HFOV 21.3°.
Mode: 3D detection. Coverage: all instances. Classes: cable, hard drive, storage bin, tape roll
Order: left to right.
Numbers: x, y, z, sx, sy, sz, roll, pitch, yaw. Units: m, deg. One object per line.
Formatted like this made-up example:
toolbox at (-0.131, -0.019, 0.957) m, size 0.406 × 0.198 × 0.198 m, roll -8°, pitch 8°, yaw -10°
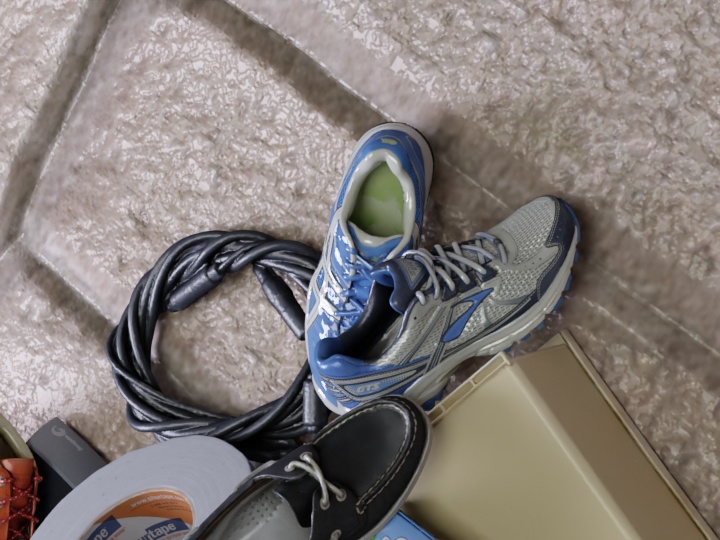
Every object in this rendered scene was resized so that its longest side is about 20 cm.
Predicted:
hard drive at (-0.208, 0.224, 1.443) m, size 0.200 × 0.042 × 0.135 m, roll 46°, pitch 114°, yaw 19°
tape roll at (-0.141, 0.208, 1.297) m, size 0.200 × 0.200 × 0.066 m, roll -12°, pitch 130°, yaw 30°
cable at (-0.100, 0.050, 1.364) m, size 0.200 × 0.051 × 0.163 m, roll 10°, pitch 98°, yaw 29°
storage bin at (0.102, 0.180, 1.235) m, size 0.199 × 0.094 × 0.200 m, roll -42°, pitch 74°, yaw 26°

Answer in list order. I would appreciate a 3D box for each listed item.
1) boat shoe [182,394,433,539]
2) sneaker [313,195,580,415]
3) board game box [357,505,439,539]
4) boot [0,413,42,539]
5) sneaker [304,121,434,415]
boat shoe at (-0.041, 0.146, 1.175) m, size 0.200 × 0.060 × 0.074 m, roll -37°, pitch 68°, yaw 0°
sneaker at (0.054, 0.018, 1.218) m, size 0.200 × 0.085 × 0.077 m, roll -43°, pitch 34°, yaw 0°
board game box at (0.045, 0.257, 1.170) m, size 0.200 × 0.037 × 0.151 m, roll 36°, pitch 88°, yaw 22°
boot at (-0.268, 0.192, 1.412) m, size 0.107 × 0.075 × 0.200 m, roll -41°, pitch 71°, yaw 22°
sneaker at (0.000, 0.000, 1.273) m, size 0.076 × 0.077 × 0.200 m, roll 8°, pitch 96°, yaw 7°
